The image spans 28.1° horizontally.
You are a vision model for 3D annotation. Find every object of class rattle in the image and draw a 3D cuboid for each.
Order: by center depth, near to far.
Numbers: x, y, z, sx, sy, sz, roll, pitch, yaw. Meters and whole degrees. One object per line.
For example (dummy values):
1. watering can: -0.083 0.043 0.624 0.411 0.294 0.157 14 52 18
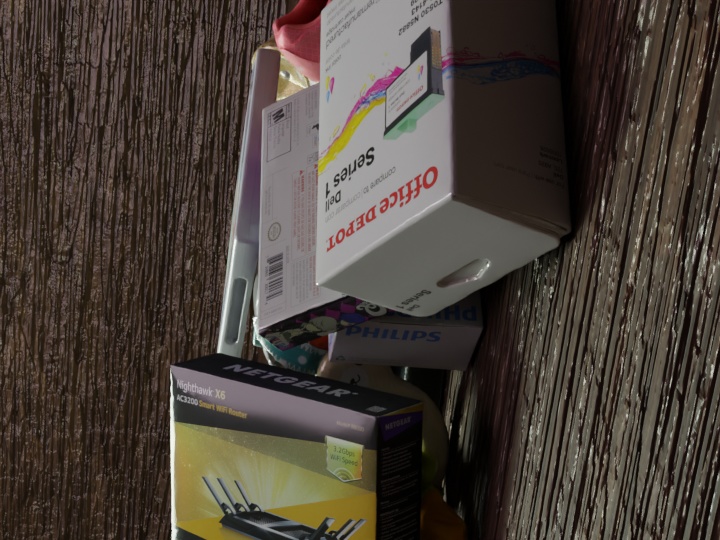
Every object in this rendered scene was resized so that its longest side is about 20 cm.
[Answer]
1. rattle: -0.005 0.113 1.018 0.143 0.130 0.200 -72 -32 -71

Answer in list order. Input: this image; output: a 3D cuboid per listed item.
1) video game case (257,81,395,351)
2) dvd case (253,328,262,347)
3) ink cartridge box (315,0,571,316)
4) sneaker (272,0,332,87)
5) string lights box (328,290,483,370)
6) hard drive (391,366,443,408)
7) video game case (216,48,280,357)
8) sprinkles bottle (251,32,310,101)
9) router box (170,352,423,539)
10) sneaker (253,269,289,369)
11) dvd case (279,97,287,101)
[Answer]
1. video game case: 0.012 -0.061 0.982 0.036 0.181 0.200 42 -144 -45
2. dvd case: -0.077 -0.019 1.422 0.200 0.022 0.146 -71 -12 -76
3. ink cartridge box: 0.044 -0.093 0.851 0.145 0.084 0.200 -33 49 50
4. sneaker: 0.016 -0.218 1.045 0.200 0.087 0.074 -51 35 5
5. string lights box: 0.028 -0.029 1.049 0.059 0.102 0.200 106 166 -53
6. hard drive: 0.039 0.050 1.201 0.200 0.033 0.140 -108 23 -71
7. video game case: -0.092 -0.047 1.168 0.182 0.023 0.200 105 171 -52
8. sprinkles bottle: -0.021 -0.232 1.316 0.200 0.068 0.068 -53 -15 -37
9. router box: -0.049 0.153 1.009 0.200 0.052 0.158 9 103 40
10. sneaker: -0.046 0.052 1.141 0.082 0.075 0.200 52 168 42
11. dvd case: -0.005 -0.100 1.193 0.200 0.146 0.022 115 142 -68
